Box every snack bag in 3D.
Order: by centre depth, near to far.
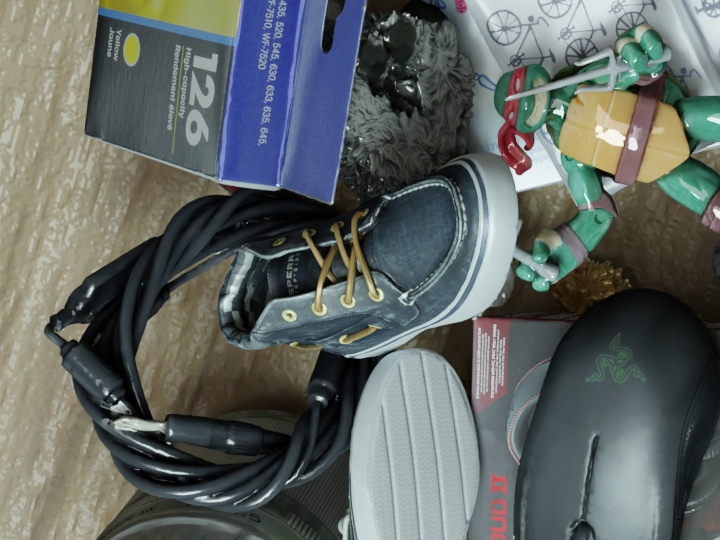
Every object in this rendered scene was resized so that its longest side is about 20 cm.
[{"bbox_3d":[0.155,-0.152,1.093,0.199,0.021,0.189,-25,101,19],"label":"snack bag"}]

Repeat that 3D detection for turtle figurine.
[{"bbox_3d":[0.135,-0.065,1.062,0.199,0.101,0.150,13,128,5],"label":"turtle figurine"}]

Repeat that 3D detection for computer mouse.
[{"bbox_3d":[0.124,0.109,1.049,0.138,0.053,0.201,10,95,27],"label":"computer mouse"}]

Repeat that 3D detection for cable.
[{"bbox_3d":[-0.057,0.037,1.144,0.163,0.200,0.051,48,148,20],"label":"cable"}]

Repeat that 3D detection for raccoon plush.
[{"bbox_3d":[-0.008,-0.064,1.154,0.134,0.096,0.201,6,116,51],"label":"raccoon plush"}]

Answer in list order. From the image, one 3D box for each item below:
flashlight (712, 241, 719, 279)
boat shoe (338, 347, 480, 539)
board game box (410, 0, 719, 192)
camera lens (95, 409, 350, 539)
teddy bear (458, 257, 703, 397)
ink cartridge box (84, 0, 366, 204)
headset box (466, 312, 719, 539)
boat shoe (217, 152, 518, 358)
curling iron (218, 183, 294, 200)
[{"bbox_3d":[0.289,-0.011,1.126,0.199,0.068,0.068,-16,101,18],"label":"flashlight"},{"bbox_3d":[0.016,0.142,1.108,0.072,0.071,0.201,5,81,-29],"label":"boat shoe"},{"bbox_3d":[0.126,-0.154,1.134,0.199,0.043,0.200,-12,104,16],"label":"board game box"},{"bbox_3d":[-0.068,0.179,1.193,0.159,0.200,0.161,4,108,12],"label":"camera lens"},{"bbox_3d":[0.119,0.092,1.196,0.145,0.067,0.200,43,110,1],"label":"teddy bear"},{"bbox_3d":[-0.070,-0.148,1.105,0.200,0.047,0.199,19,103,54],"label":"ink cartridge box"},{"bbox_3d":[0.141,0.099,1.113,0.199,0.075,0.150,3,92,27],"label":"headset box"},{"bbox_3d":[0.000,0.000,1.045,0.090,0.200,0.071,-1,70,-24],"label":"boat shoe"},{"bbox_3d":[-0.051,-0.048,1.215,0.200,0.026,0.050,44,113,-2],"label":"curling iron"}]
